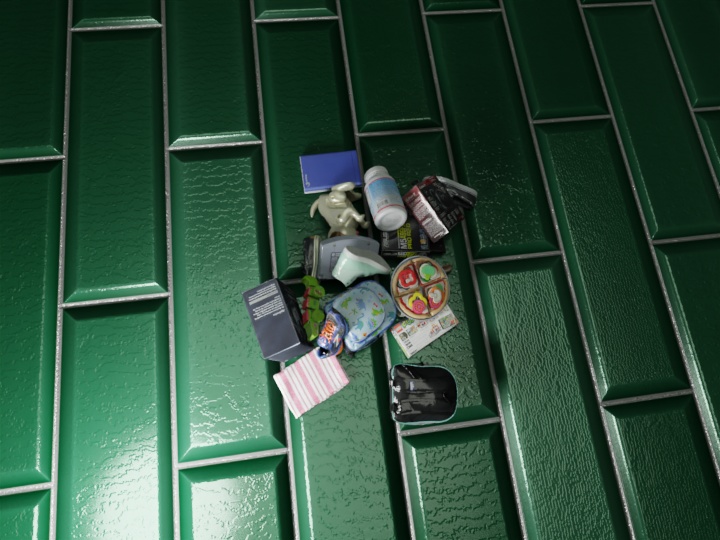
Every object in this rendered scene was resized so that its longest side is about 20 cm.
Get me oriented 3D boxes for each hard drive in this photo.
[{"bbox_3d":[-0.102,-0.339,1.785,0.196,0.025,0.135,-8,74,-8],"label":"hard drive"}]

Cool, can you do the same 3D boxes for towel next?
[{"bbox_3d":[-0.147,0.329,1.579,0.198,0.030,0.148,-31,78,-13],"label":"towel"}]

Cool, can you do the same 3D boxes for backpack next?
[{"bbox_3d":[0.184,0.362,1.534,0.196,0.154,0.180,-2,75,4],"label":"backpack"},{"bbox_3d":[0.007,0.131,1.592,0.198,0.147,0.184,-32,82,-17],"label":"backpack"}]

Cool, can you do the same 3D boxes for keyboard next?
[{"bbox_3d":[0.185,-0.069,1.716,0.196,0.021,0.129,1,47,-4],"label":"keyboard"}]

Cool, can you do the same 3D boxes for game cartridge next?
[{"bbox_3d":[-0.038,-0.042,1.633,0.196,0.135,0.041,-3,29,-25],"label":"game cartridge"}]

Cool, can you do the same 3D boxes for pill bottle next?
[{"bbox_3d":[0.074,-0.235,1.676,0.107,0.110,0.203,-11,57,-8],"label":"pill bottle"}]

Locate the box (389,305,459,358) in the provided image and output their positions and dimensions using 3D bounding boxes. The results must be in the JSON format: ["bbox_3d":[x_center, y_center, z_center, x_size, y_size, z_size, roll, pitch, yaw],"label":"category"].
[{"bbox_3d":[0.204,0.176,1.653,0.198,0.035,0.111,-31,78,-13],"label":"box"}]

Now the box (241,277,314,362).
[{"bbox_3d":[-0.236,0.151,1.527,0.116,0.197,0.203,-23,76,2],"label":"box"}]

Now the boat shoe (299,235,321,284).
[{"bbox_3d":[-0.159,-0.011,1.656,0.061,0.075,0.204,1,83,10],"label":"boat shoe"}]

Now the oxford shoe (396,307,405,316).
[{"bbox_3d":[0.195,0.078,1.659,0.197,0.075,0.059,-27,108,-9],"label":"oxford shoe"}]

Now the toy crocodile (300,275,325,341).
[{"bbox_3d":[-0.147,0.109,1.546,0.061,0.067,0.204,15,58,-28],"label":"toy crocodile"}]

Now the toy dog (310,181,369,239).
[{"bbox_3d":[-0.066,-0.159,1.679,0.190,0.140,0.204,-10,75,1],"label":"toy dog"}]

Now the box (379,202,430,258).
[{"bbox_3d":[0.141,-0.132,1.707,0.157,0.045,0.203,3,56,-5],"label":"box"}]

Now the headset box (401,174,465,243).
[{"bbox_3d":[0.234,-0.212,1.699,0.201,0.077,0.148,53,40,0],"label":"headset box"}]

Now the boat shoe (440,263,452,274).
[{"bbox_3d":[0.202,0.008,1.685,0.196,0.076,0.073,-17,72,-12],"label":"boat shoe"}]

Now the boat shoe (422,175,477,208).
[{"bbox_3d":[0.301,-0.262,1.780,0.197,0.072,0.069,19,71,-7],"label":"boat shoe"}]

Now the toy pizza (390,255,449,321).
[{"bbox_3d":[0.188,0.053,1.609,0.196,0.032,0.205,2,80,-15],"label":"toy pizza"}]

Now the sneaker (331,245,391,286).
[{"bbox_3d":[0.000,0.000,1.615,0.198,0.119,0.074,18,28,-38],"label":"sneaker"}]

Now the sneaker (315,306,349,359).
[{"bbox_3d":[-0.086,0.190,1.507,0.075,0.202,0.078,36,48,28],"label":"sneaker"}]
